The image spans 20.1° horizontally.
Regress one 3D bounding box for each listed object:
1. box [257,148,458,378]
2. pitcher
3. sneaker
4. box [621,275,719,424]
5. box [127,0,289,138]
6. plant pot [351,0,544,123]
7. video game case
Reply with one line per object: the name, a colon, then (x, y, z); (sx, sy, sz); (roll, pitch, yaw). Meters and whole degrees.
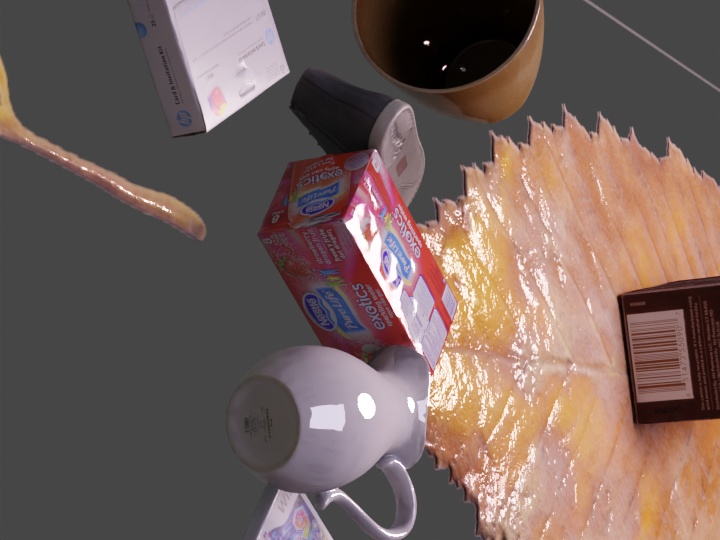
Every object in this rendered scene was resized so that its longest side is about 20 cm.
box: (0.000, 0.000, 1.831); (0.201, 0.095, 0.100); (60, 36, -35)
pitcher: (-0.019, 0.150, 1.726); (0.199, 0.120, 0.173); (2, 78, -55)
sneaker: (-0.003, -0.115, 1.884); (0.075, 0.106, 0.201); (-50, 160, -24)
box: (0.440, 0.093, 2.520); (0.199, 0.163, 0.168); (-9, 92, -61)
box: (-0.136, -0.232, 1.700); (0.156, 0.041, 0.202); (-44, 121, -55)
plant pot: (0.105, -0.225, 2.017); (0.200, 0.184, 0.188); (50, 40, -66)
video game case: (-0.049, 0.290, 1.757); (0.201, 0.018, 0.144); (61, 36, -33)
